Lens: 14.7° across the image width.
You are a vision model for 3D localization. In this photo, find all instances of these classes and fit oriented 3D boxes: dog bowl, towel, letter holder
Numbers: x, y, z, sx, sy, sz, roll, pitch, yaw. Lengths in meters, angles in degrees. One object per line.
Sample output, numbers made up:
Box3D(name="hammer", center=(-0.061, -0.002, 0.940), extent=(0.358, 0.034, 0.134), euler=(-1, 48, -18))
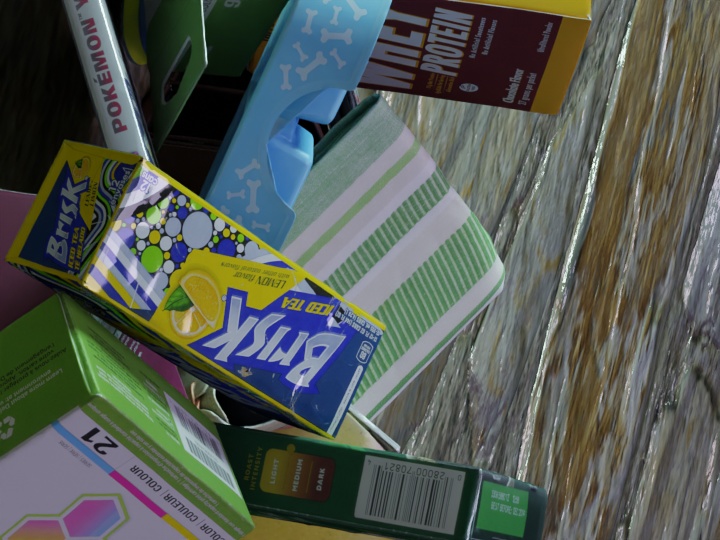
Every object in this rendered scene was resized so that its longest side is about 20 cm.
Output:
Box3D(name="dog bowl", center=(-0.041, -0.086, 1.541), extent=(0.112, 0.049, 0.201), euler=(-92, -153, -76))
Box3D(name="towel", center=(0.000, 0.000, 1.690), extent=(0.153, 0.023, 0.200), euler=(-44, 137, -2))
Box3D(name="letter holder", center=(-0.046, -0.036, 1.765), extent=(0.201, 0.141, 0.101), euler=(77, 30, -43))

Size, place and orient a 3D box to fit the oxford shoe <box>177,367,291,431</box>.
Box3D(name="oxford shoe", center=(-0.101, 0.077, 1.611), extent=(0.074, 0.199, 0.071), euler=(72, -3, -83))

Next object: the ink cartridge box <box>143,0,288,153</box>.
Box3D(name="ink cartridge box", center=(-0.080, -0.174, 1.546), extent=(0.104, 0.059, 0.201), euler=(130, -40, -57))

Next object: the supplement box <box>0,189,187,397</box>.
Box3D(name="supplement box", center=(-0.179, 0.056, 1.473), extent=(0.200, 0.130, 0.103), euler=(73, 34, -47))

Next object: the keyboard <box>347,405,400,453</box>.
Box3D(name="keyboard", center=(-0.021, 0.107, 1.752), extent=(0.011, 0.056, 0.200), euler=(-45, -178, -17))

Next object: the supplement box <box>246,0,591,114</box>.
Box3D(name="supplement box", center=(0.041, -0.222, 1.680), extent=(0.133, 0.196, 0.201), euler=(104, -7, -68))

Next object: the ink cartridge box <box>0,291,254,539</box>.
Box3D(name="ink cartridge box", center=(-0.176, 0.122, 1.370), extent=(0.148, 0.200, 0.076), euler=(45, 14, -46))

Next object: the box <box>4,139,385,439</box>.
Box3D(name="box", center=(-0.078, 0.012, 1.392), extent=(0.200, 0.064, 0.070), euler=(35, 77, -44))

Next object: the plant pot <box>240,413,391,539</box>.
Box3D(name="plant pot", center=(-0.080, 0.149, 1.724), extent=(0.142, 0.200, 0.200), euler=(-51, 149, -17))

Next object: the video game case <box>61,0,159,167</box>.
Box3D(name="video game case", center=(-0.124, -0.060, 1.535), extent=(0.200, 0.023, 0.183), euler=(83, -10, -75))

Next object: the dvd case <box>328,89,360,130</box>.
Box3D(name="dvd case", center=(-0.017, -0.127, 1.823), extent=(0.146, 0.022, 0.201), euler=(68, 7, -64))

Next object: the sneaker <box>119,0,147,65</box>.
Box3D(name="sneaker", center=(-0.089, -0.212, 1.661), extent=(0.066, 0.078, 0.201), euler=(45, 47, -62))

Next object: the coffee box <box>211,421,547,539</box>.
Box3D(name="coffee box", center=(-0.014, 0.113, 1.466), extent=(0.123, 0.199, 0.044), euler=(26, 73, -67))
